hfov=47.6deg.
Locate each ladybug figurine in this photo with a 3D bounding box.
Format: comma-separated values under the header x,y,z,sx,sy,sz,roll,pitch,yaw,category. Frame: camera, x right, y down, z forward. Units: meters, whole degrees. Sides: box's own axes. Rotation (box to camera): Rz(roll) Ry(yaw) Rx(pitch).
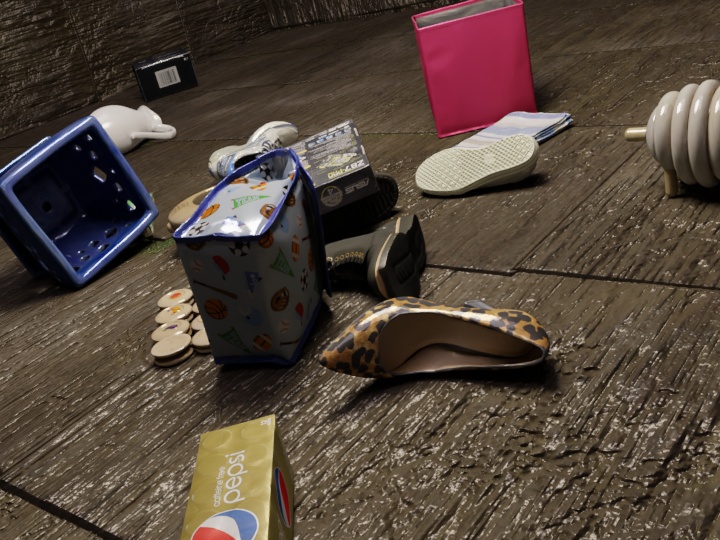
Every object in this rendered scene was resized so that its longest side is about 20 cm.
x,y,z,sx,sy,sz,roll,pitch,yaw,category
-0.207,-0.091,1.288,0.197,0.073,0.136,-20,25,-12,ladybug figurine

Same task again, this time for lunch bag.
x,y,z,sx,sy,sz,roll,pitch,yaw,category
-0.101,-0.021,0.914,0.121,0.173,0.201,1,33,16,lunch bag

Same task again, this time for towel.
x,y,z,sx,sy,sz,roll,pitch,yaw,category
0.243,-0.226,1.374,0.198,0.024,0.146,-31,27,-31,towel

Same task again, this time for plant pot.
x,y,z,sx,sy,sz,roll,pitch,yaw,category
-0.484,-0.106,1.315,0.178,0.202,0.201,-2,39,42,plant pot

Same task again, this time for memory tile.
x,y,z,sx,sy,sz,roll,pitch,yaw,category
-0.189,0.052,1.030,0.151,0.017,0.200,-17,24,-4,memory tile

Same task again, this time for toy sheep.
x,y,z,sx,sy,sz,roll,pitch,yaw,category
0.417,-0.162,0.985,0.197,0.140,0.138,2,28,35,toy sheep

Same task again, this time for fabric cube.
x,y,z,sx,sy,sz,roll,pitch,yaw,category
0.214,-0.392,1.540,0.192,0.203,0.201,-13,23,6,fabric cube

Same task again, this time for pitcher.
x,y,z,sx,sy,sz,roll,pitch,yaw,category
-0.587,-0.358,2.084,0.169,0.124,0.199,18,26,28,pitcher

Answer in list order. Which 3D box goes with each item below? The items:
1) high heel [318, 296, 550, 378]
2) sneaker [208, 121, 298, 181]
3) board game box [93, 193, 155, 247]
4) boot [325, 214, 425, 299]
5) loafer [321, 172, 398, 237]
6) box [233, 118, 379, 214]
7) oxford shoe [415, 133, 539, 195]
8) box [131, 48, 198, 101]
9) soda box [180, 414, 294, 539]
x,y,z,sx,sy,sz,roll,pitch,yaw,category
0.069,0.071,0.751,0.196,0.073,0.142,-13,15,-19,high heel
-0.193,-0.222,1.592,0.199,0.078,0.085,-34,39,-22,sneaker
-0.426,-0.089,1.483,0.103,0.024,0.200,-20,24,-4,board game box
0.000,0.000,0.976,0.136,0.079,0.200,-14,11,16,boot
-0.039,-0.097,1.194,0.197,0.074,0.071,-21,26,-12,loafer
-0.082,-0.131,1.159,0.197,0.050,0.162,-23,32,3,box
0.175,-0.150,1.213,0.197,0.077,0.058,-12,-20,28,oxford shoe
-0.686,-0.688,2.854,0.194,0.119,0.200,-21,25,-12,box
-0.088,0.193,0.593,0.066,0.065,0.201,-14,23,2,soda box
